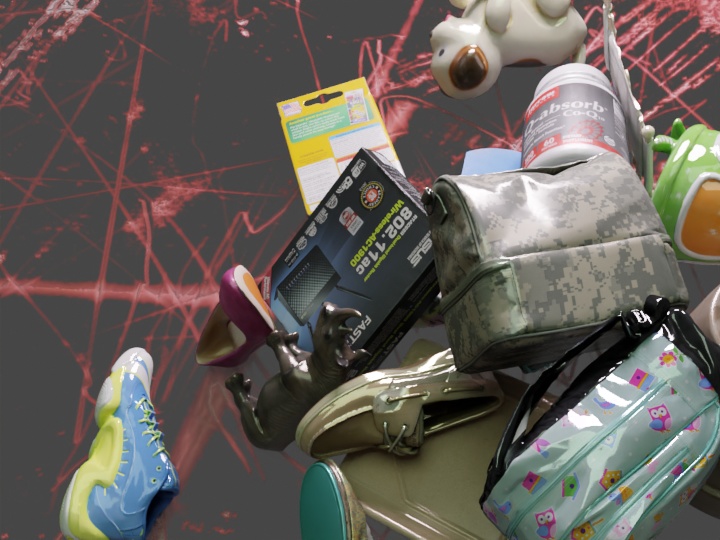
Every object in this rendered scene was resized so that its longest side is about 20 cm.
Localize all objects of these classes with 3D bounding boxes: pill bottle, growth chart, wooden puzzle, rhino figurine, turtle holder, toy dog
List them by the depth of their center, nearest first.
[{"bbox_3d":[0.091,0.174,0.787,0.183,0.038,0.201,22,56,25],"label":"wooden puzzle"},{"bbox_3d":[-0.057,0.101,0.792,0.059,0.200,0.088,-7,58,-53],"label":"rhino figurine"},{"bbox_3d":[0.367,-0.070,0.860,0.130,0.185,0.143,24,93,26],"label":"turtle holder"},{"bbox_3d":[0.234,-0.137,0.904,0.114,0.117,0.202,2,41,12],"label":"pill bottle"},{"bbox_3d":[0.301,-0.192,0.928,0.017,0.145,0.203,-13,66,13],"label":"growth chart"},{"bbox_3d":[0.177,-0.299,1.059,0.198,0.196,0.140,-30,18,-7],"label":"toy dog"}]

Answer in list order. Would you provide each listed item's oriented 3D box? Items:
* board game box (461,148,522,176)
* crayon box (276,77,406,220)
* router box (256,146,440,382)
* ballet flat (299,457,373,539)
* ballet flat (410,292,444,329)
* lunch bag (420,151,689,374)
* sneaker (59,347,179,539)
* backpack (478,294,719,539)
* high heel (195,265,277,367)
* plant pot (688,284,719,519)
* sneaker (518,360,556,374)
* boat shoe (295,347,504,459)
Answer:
[{"bbox_3d":[0.177,-0.052,0.924,0.156,0.039,0.202,19,49,-2],"label":"board game box"},{"bbox_3d":[-0.024,-0.143,1.026,0.124,0.052,0.202,-17,54,-2],"label":"crayon box"},{"bbox_3d":[0.000,0.000,0.845,0.201,0.062,0.150,-52,58,15],"label":"router box"},{"bbox_3d":[-0.010,0.266,0.714,0.069,0.071,0.203,-12,59,1],"label":"ballet flat"},{"bbox_3d":[0.028,0.022,0.895,0.199,0.069,0.072,33,83,33],"label":"ballet flat"},{"bbox_3d":[0.163,-0.014,0.716,0.197,0.140,0.170,-8,74,-15],"label":"lunch bag"},{"bbox_3d":[-0.219,0.180,0.825,0.103,0.076,0.203,11,63,3],"label":"sneaker"},{"bbox_3d":[0.186,0.140,0.617,0.199,0.168,0.126,-36,55,-19],"label":"backpack"},{"bbox_3d":[-0.138,0.054,0.816,0.095,0.200,0.068,-24,79,-6],"label":"high heel"},{"bbox_3d":[0.344,0.092,0.709,0.196,0.175,0.202,-6,52,7],"label":"plant pot"},{"bbox_3d":[0.188,0.063,0.829,0.196,0.093,0.078,11,20,-6],"label":"sneaker"},{"bbox_3d":[0.037,0.133,0.761,0.197,0.073,0.065,-18,48,-13],"label":"boat shoe"}]
